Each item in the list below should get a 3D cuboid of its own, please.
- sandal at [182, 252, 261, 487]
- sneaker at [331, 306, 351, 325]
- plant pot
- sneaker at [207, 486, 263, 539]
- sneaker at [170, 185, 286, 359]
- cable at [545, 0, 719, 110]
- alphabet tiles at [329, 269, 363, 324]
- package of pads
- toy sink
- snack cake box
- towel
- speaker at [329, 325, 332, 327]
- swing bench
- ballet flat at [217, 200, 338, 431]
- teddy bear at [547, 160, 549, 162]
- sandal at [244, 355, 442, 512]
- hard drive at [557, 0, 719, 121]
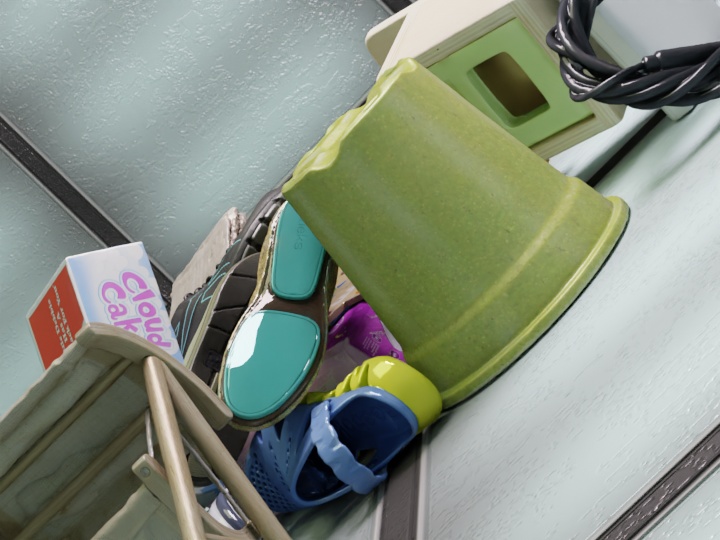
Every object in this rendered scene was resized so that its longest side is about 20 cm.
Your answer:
[{"bbox_3d":[-0.096,0.068,1.469,0.202,0.080,0.057,-59,11,-27],"label":"sandal"},{"bbox_3d":[-0.039,0.044,1.756,0.076,0.112,0.200,8,29,26],"label":"sneaker"},{"bbox_3d":[0.053,-0.040,1.395,0.200,0.184,0.200,-45,7,7],"label":"plant pot"},{"bbox_3d":[-0.117,0.210,1.461,0.109,0.070,0.200,-53,15,-11],"label":"sneaker"},{"bbox_3d":[-0.105,0.023,1.545,0.079,0.075,0.201,16,76,44],"label":"sneaker"},{"bbox_3d":[0.221,-0.182,1.393,0.200,0.163,0.051,-49,-26,-10],"label":"cable"},{"bbox_3d":[0.000,0.000,1.588,0.200,0.006,0.166,-45,12,-34],"label":"alphabet tiles"},{"bbox_3d":[-0.033,0.106,1.525,0.200,0.076,0.121,-42,9,31],"label":"package of pads"},{"bbox_3d":[0.096,-0.148,1.551,0.199,0.131,0.112,-25,27,37],"label":"toy sink"},{"bbox_3d":[-0.178,0.096,1.509,0.067,0.202,0.115,-13,-17,-29],"label":"snack cake box"},{"bbox_3d":[-0.125,0.058,1.663,0.133,0.034,0.201,-50,30,47],"label":"towel"},{"bbox_3d":[-0.086,0.119,1.686,0.200,0.088,0.089,-40,10,40],"label":"speaker"},{"bbox_3d":[-0.168,0.177,1.317,0.199,0.201,0.129,-43,-33,19],"label":"swing bench"},{"bbox_3d":[-0.052,0.039,1.427,0.071,0.070,0.201,-37,32,50],"label":"ballet flat"},{"bbox_3d":[0.104,-0.041,1.635,0.145,0.066,0.201,-53,10,33],"label":"teddy bear"},{"bbox_3d":[-0.028,0.128,1.396,0.200,0.079,0.087,-40,13,52],"label":"sandal"},{"bbox_3d":[0.190,-0.219,1.499,0.026,0.200,0.132,-38,11,41],"label":"hard drive"}]
